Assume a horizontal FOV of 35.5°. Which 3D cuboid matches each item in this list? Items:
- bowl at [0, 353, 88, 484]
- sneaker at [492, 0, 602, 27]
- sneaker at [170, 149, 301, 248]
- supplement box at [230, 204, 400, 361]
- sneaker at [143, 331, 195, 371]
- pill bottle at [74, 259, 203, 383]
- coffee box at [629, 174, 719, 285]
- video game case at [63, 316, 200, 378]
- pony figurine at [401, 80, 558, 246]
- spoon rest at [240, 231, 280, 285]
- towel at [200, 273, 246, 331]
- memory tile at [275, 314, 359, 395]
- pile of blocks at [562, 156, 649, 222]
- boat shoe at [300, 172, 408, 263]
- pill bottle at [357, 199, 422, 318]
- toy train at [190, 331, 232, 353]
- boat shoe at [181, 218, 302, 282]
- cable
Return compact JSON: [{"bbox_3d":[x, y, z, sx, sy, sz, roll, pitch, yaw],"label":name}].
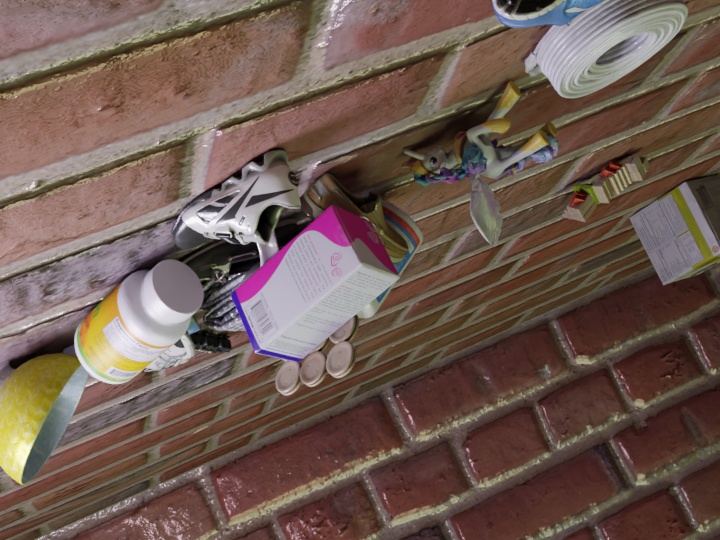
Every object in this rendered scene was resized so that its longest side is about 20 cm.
[{"bbox_3d":[-0.495,0.201,1.664,0.203,0.106,0.200,-64,-179,2],"label":"bowl"},{"bbox_3d":[0.234,-0.318,1.223,0.197,0.080,0.089,-18,174,0],"label":"sneaker"},{"bbox_3d":[-0.157,-0.062,1.406,0.199,0.090,0.074,-32,167,29],"label":"sneaker"},{"bbox_3d":[-0.062,0.020,1.514,0.199,0.102,0.103,-40,150,22],"label":"supplement box"},{"bbox_3d":[-0.307,0.118,1.731,0.087,0.077,0.200,-21,165,-17],"label":"sneaker"},{"bbox_3d":[-0.305,0.068,1.563,0.110,0.112,0.199,-10,159,-49],"label":"pill bottle"},{"bbox_3d":[0.856,-0.104,2.905,0.198,0.202,0.197,-11,161,-45],"label":"coffee box"},{"bbox_3d":[-0.363,0.111,1.813,0.197,0.022,0.182,-25,167,-6],"label":"video game case"},{"bbox_3d":[0.181,-0.157,1.608,0.198,0.169,0.192,-29,135,29],"label":"pony figurine"},{"bbox_3d":[-0.131,-0.007,1.568,0.098,0.061,0.202,-21,143,-12],"label":"spoon rest"},{"bbox_3d":[-0.143,0.028,1.777,0.198,0.087,0.165,-30,167,15],"label":"towel"},{"bbox_3d":[-0.056,0.073,1.588,0.152,0.203,0.017,-23,138,36],"label":"memory tile"},{"bbox_3d":[0.484,-0.181,2.258,0.199,0.082,0.062,-35,124,-1],"label":"pile of blocks"},{"bbox_3d":[0.007,-0.075,1.582,0.199,0.072,0.076,27,110,-41],"label":"boat shoe"},{"bbox_3d":[0.000,0.000,1.703,0.201,0.111,0.112,-55,175,-18],"label":"pill bottle"},{"bbox_3d":[-0.284,0.131,2.022,0.045,0.035,0.200,-16,170,12],"label":"toy train"},{"bbox_3d":[-0.169,-0.016,1.617,0.197,0.058,0.067,-22,166,-18],"label":"boat shoe"},{"bbox_3d":[0.319,-0.301,1.430,0.197,0.070,0.200,-23,166,-13],"label":"cable"}]
